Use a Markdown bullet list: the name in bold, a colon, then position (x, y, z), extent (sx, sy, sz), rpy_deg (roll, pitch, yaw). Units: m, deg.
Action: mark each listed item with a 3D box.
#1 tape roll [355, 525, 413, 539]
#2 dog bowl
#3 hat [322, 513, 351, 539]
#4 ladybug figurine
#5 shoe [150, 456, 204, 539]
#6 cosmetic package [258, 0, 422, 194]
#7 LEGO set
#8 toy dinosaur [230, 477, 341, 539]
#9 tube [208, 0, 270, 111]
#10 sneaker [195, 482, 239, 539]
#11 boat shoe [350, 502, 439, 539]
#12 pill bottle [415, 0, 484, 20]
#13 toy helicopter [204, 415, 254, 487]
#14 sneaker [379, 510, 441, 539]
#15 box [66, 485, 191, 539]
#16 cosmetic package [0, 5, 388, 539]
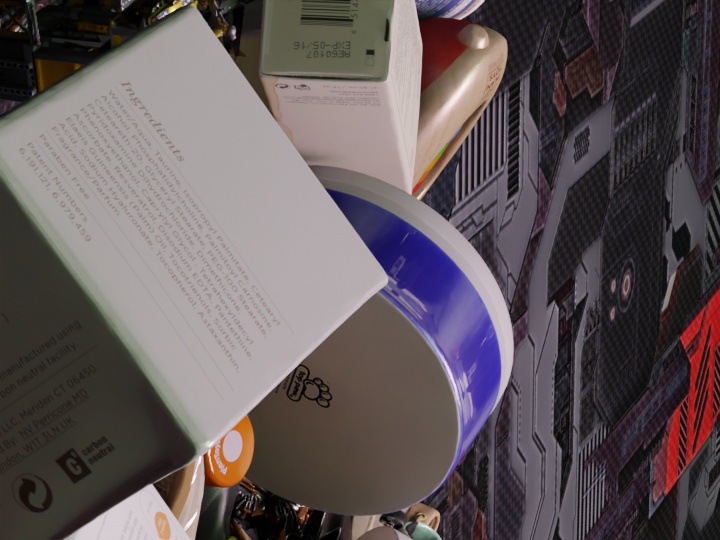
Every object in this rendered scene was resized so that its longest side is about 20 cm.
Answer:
- **tape roll**: position (-0.018, 0.238, 1.431), extent (0.203, 0.037, 0.203), rpy_deg (-56, -169, 17)
- **dog bowl**: position (-0.017, 0.043, 1.481), extent (0.079, 0.200, 0.201), rpy_deg (-55, 146, -44)
- **hat**: position (0.020, 0.101, 1.694), extent (0.201, 0.081, 0.201), rpy_deg (3, 90, -85)
- **ladybug figurine**: position (0.023, -0.090, 1.625), extent (0.200, 0.072, 0.136), rpy_deg (-55, 174, 38)
- **shoe**: position (-0.119, 0.124, 1.343), extent (0.053, 0.070, 0.201), rpy_deg (-61, 160, -67)
- **cosmetic package**: position (-0.008, -0.119, 1.434), extent (0.200, 0.073, 0.104), rpy_deg (78, 16, -72)
- **LEGO set**: position (-0.108, -0.163, 1.289), extent (0.200, 0.116, 0.154), rpy_deg (-41, 135, -60)
- **toy dinosaur**: position (-0.057, 0.177, 1.586), extent (0.136, 0.102, 0.201), rpy_deg (72, 8, -79)
- **tube**: position (-0.059, -0.063, 1.544), extent (0.058, 0.052, 0.201), rpy_deg (-30, 130, -40)
- **sneaker**: position (-0.090, 0.195, 1.484), extent (0.074, 0.084, 0.201), rpy_deg (15, 91, -83)
- **boat shoe**: position (0.014, 0.235, 1.758), extent (0.074, 0.069, 0.200), rpy_deg (89, 11, -52)
- **pill bottle**: position (0.009, -0.210, 1.576), extent (0.200, 0.111, 0.111), rpy_deg (-4, 101, -68)
- **toy helicopter**: position (-0.142, 0.059, 1.378), extent (0.132, 0.079, 0.200), rpy_deg (-44, 127, -44)
- **sneaker**: position (0.006, 0.226, 1.603), extent (0.118, 0.074, 0.201), rpy_deg (-44, -167, 22)
- **box**: position (-0.117, 0.204, 1.277), extent (0.200, 0.097, 0.124), rpy_deg (57, 16, -16)
- **cosmetic package**: position (-0.127, 0.011, 1.161), extent (0.167, 0.167, 0.200), rpy_deg (54, 33, -4)
